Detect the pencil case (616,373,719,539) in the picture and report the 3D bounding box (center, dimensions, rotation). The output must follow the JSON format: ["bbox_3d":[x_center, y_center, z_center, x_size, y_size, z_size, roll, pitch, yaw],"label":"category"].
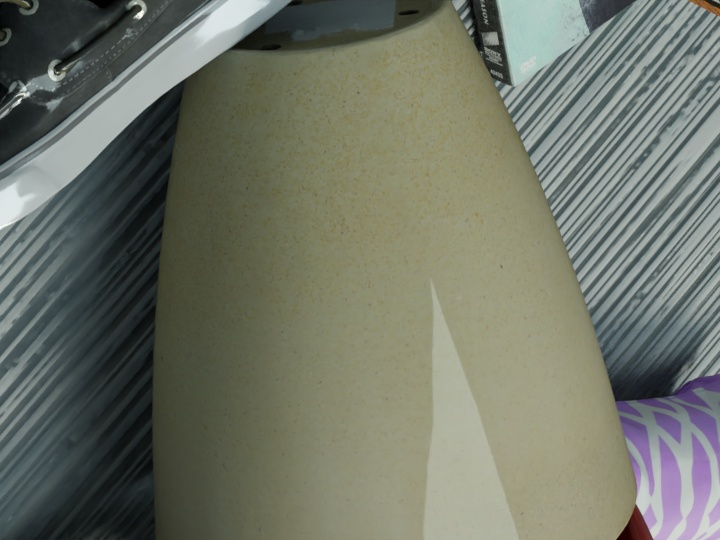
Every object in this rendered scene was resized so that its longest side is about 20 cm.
[{"bbox_3d":[0.105,0.091,1.183,0.199,0.084,0.086,2,73,-46],"label":"pencil case"}]

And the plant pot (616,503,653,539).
[{"bbox_3d":[0.064,0.198,1.047,0.200,0.200,0.178,-44,126,-13],"label":"plant pot"}]

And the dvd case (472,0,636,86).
[{"bbox_3d":[0.091,-0.188,1.024,0.146,0.022,0.201,-35,134,-23],"label":"dvd case"}]

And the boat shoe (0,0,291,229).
[{"bbox_3d":[-0.100,-0.080,0.879,0.200,0.070,0.067,-37,119,-16],"label":"boat shoe"}]

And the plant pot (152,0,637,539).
[{"bbox_3d":[0.000,0.000,0.962,0.187,0.187,0.201,-22,114,-33],"label":"plant pot"}]

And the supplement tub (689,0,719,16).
[{"bbox_3d":[0.131,-0.156,0.914,0.122,0.200,0.123,-24,130,-32],"label":"supplement tub"}]
